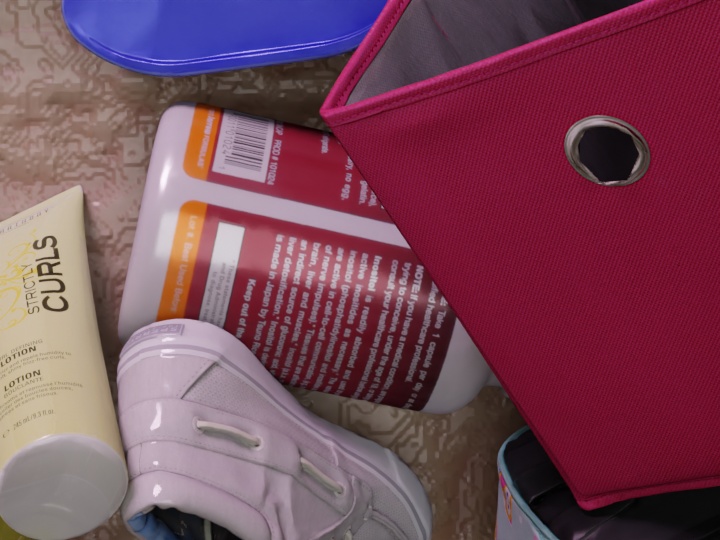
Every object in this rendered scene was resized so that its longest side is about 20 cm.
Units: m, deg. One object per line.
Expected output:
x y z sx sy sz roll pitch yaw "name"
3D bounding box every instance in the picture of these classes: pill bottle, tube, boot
0.000 0.000 0.742 0.198 0.113 0.114 12 94 -6 "pill bottle"
-0.138 0.029 0.701 0.058 0.200 0.052 12 118 -24 "tube"
-0.036 0.109 0.718 0.073 0.096 0.200 -24 136 28 "boot"

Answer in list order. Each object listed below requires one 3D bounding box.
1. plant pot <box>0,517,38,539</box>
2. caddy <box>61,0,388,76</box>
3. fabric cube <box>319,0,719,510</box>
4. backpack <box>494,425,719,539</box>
-0.245 0.143 0.711 0.199 0.200 0.191 24 105 -7 "plant pot"
-0.045 -0.159 0.727 0.198 0.105 0.143 -5 105 12 "caddy"
0.139 -0.059 0.625 0.195 0.201 0.200 -15 121 37 "fabric cube"
0.153 0.133 0.722 0.198 0.176 0.155 -1 117 -26 "backpack"
